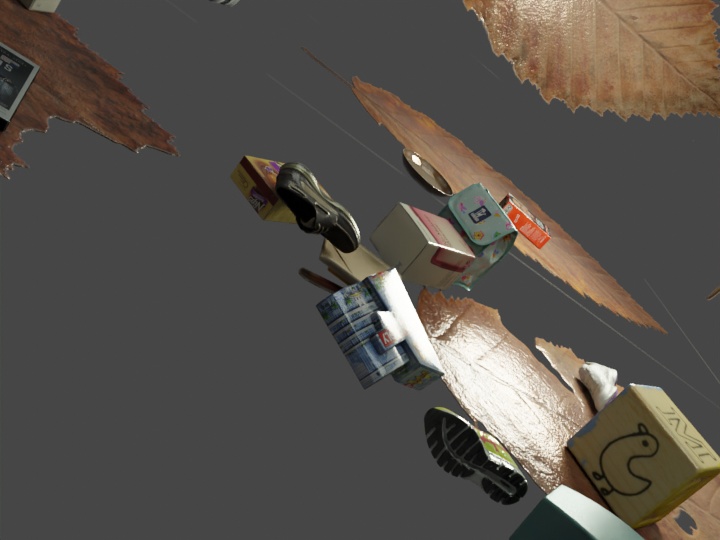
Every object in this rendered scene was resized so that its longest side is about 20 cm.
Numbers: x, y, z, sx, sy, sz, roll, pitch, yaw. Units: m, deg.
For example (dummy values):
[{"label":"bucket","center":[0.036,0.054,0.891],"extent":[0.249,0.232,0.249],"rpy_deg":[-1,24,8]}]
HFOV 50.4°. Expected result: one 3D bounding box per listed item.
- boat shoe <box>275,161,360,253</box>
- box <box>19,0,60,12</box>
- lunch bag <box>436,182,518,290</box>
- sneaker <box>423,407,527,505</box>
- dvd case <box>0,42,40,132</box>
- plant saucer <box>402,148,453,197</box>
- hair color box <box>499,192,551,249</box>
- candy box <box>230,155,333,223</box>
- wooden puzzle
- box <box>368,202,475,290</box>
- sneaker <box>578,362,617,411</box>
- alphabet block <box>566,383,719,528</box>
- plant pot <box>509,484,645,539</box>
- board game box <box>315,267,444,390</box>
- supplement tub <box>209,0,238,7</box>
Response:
[{"label":"boat shoe","center":[-0.082,-0.096,1.345],"extent":[0.200,0.074,0.074],"rpy_deg":[46,49,-19]},{"label":"box","center":[-0.608,-0.552,1.342],"extent":[0.200,0.082,0.068],"rpy_deg":[46,21,4]},{"label":"lunch bag","center":[0.259,-0.084,1.807],"extent":[0.121,0.200,0.172],"rpy_deg":[15,35,-49]},{"label":"sneaker","center":[0.169,0.276,1.184],"extent":[0.200,0.078,0.091],"rpy_deg":[44,13,-14]},{"label":"dvd case","center":[-0.532,-0.279,1.049],"extent":[0.149,0.025,0.201],"rpy_deg":[32,25,-27]},{"label":"plant saucer","center":[0.194,-0.284,2.285],"extent":[0.199,0.032,0.201],"rpy_deg":[36,24,-18]},{"label":"hair color box","center":[0.578,-0.175,2.701],"extent":[0.199,0.061,0.102],"rpy_deg":[39,23,-8]},{"label":"candy box","center":[-0.139,-0.147,1.438],"extent":[0.117,0.057,0.199],"rpy_deg":[51,22,20]},{"label":"wooden puzzle","center":[0.000,0.000,1.442],"extent":[0.184,0.037,0.201],"rpy_deg":[37,18,-13]},{"label":"box","center":[0.135,-0.049,1.654],"extent":[0.198,0.109,0.129],"rpy_deg":[12,37,-52]},{"label":"sneaker","center":[0.576,0.285,1.877],"extent":[0.098,0.076,0.200],"rpy_deg":[26,20,10]},{"label":"alphabet block","center":[0.566,0.368,1.523],"extent":[0.195,0.196,0.201],"rpy_deg":[12,35,-48]},{"label":"plant pot","center":[0.322,0.418,1.091],"extent":[0.200,0.142,0.140],"rpy_deg":[45,21,24]},{"label":"board game box","center":[0.045,0.109,1.239],"extent":[0.202,0.061,0.199],"rpy_deg":[58,28,8]},{"label":"supplement tub","center":[-0.414,-0.819,2.070],"extent":[0.198,0.146,0.146],"rpy_deg":[21,30,-42]}]
